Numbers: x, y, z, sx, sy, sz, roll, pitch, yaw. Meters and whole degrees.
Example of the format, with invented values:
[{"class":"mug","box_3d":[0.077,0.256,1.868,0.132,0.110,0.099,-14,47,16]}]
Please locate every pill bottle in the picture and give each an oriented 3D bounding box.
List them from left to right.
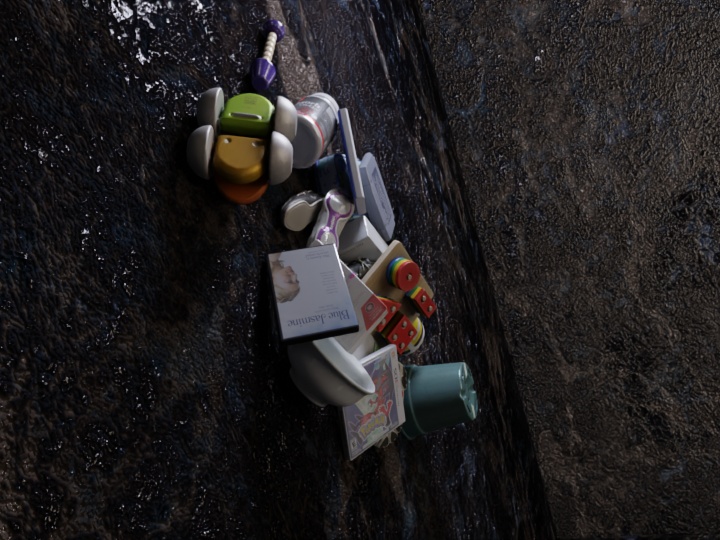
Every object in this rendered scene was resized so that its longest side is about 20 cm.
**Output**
[{"class":"pill bottle","box_3d":[-0.114,-0.319,1.220,0.118,0.112,0.202,63,25,-25]},{"class":"pill bottle","box_3d":[0.083,0.125,1.425,0.201,0.111,0.117,52,32,-44]}]

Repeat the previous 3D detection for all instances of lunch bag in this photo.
[{"class":"lunch bag","box_3d":[-0.040,-0.205,1.368,0.199,0.080,0.167,-14,90,-67]}]

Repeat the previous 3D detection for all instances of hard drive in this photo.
[{"class":"hard drive","box_3d":[-0.020,-0.246,1.255,0.132,0.024,0.208,76,3,-80]}]

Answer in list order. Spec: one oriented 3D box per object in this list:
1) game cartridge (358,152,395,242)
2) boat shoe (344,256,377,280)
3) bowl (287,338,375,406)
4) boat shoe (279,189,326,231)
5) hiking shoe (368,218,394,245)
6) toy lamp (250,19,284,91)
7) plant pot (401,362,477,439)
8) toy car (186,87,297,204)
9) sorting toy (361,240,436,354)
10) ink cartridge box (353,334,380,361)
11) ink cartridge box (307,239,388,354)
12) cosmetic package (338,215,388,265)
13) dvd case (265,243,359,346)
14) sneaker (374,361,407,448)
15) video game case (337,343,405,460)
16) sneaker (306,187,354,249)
[{"class":"game cartridge","box_3d":[0.040,-0.184,1.398,0.134,0.039,0.205,-75,148,-62]},{"class":"boat shoe","box_3d":[0.000,0.000,1.292,0.196,0.072,0.072,-1,37,-46]},{"class":"bowl","box_3d":[-0.070,0.185,1.018,0.200,0.091,0.201,43,4,-3]},{"class":"boat shoe","box_3d":[-0.130,-0.132,1.170,0.199,0.055,0.069,-32,141,-63]},{"class":"hiking shoe","box_3d":[0.053,-0.156,1.564,0.205,0.072,0.087,67,25,-20]},{"class":"toy lamp","box_3d":[-0.202,-0.462,1.176,0.058,0.056,0.205,50,31,-44]},{"class":"plant pot","box_3d":[0.207,0.343,1.488,0.200,0.190,0.207,43,40,-51]},{"class":"toy car","box_3d":[-0.198,-0.206,0.944,0.152,0.168,0.206,103,-10,-56]},{"class":"sorting toy","box_3d":[0.086,0.076,1.290,0.201,0.069,0.200,-49,126,-14]},{"class":"ink cartridge box","box_3d":[-0.007,0.192,1.245,0.202,0.057,0.106,56,32,-39]},{"class":"ink cartridge box","box_3d":[-0.051,0.051,1.084,0.200,0.117,0.068,45,-4,12]},{"class":"cosmetic package","box_3d":[0.017,-0.038,1.367,0.200,0.099,0.073,46,24,-48]},{"class":"dvd case","box_3d":[-0.091,0.038,0.988,0.018,0.137,0.204,96,-19,-49]},{"class":"sneaker","box_3d":[0.059,0.321,1.315,0.080,0.082,0.206,33,60,-34]},{"class":"video game case","box_3d":[0.025,0.282,1.194,0.197,0.022,0.190,-18,104,-46]},{"class":"sneaker","box_3d":[-0.077,-0.096,1.194,0.074,0.099,0.204,33,55,-17]}]
